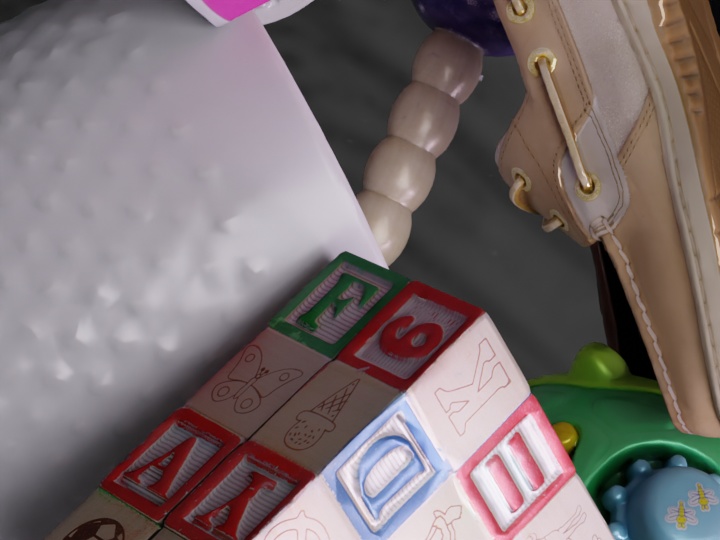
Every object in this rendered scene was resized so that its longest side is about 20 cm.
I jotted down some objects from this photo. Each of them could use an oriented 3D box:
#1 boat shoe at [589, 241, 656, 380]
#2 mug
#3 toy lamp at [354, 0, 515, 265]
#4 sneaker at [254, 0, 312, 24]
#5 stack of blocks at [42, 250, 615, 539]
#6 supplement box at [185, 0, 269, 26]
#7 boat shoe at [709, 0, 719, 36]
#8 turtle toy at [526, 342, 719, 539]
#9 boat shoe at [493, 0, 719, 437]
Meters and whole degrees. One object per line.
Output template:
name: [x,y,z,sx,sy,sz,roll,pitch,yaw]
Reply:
boat shoe: [0.110,0.054,0.933,0.070,0.070,0.201,-12,92,-39]
mug: [-0.077,0.034,0.767,0.175,0.148,0.200,-27,74,-4]
toy lamp: [0.000,0.000,0.875,0.058,0.058,0.200,30,82,-28]
sneaker: [-0.006,-0.170,0.845,0.078,0.079,0.200,22,106,-25]
stack of blocks: [0.016,0.109,0.720,0.115,0.059,0.200,-45,127,-18]
supplement box: [-0.034,-0.180,0.716,0.103,0.101,0.201,41,32,-49]
boat shoe: [0.130,-0.057,0.880,0.200,0.075,0.062,53,40,10]
turtle toy: [0.070,0.122,0.865,0.101,0.145,0.201,-17,108,-61]
boat shoe: [0.072,-0.043,0.835,0.074,0.069,0.201,2,73,-68]
